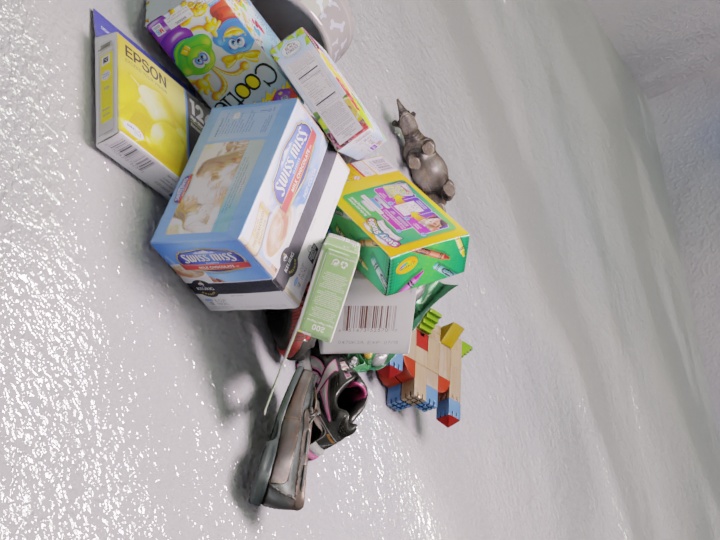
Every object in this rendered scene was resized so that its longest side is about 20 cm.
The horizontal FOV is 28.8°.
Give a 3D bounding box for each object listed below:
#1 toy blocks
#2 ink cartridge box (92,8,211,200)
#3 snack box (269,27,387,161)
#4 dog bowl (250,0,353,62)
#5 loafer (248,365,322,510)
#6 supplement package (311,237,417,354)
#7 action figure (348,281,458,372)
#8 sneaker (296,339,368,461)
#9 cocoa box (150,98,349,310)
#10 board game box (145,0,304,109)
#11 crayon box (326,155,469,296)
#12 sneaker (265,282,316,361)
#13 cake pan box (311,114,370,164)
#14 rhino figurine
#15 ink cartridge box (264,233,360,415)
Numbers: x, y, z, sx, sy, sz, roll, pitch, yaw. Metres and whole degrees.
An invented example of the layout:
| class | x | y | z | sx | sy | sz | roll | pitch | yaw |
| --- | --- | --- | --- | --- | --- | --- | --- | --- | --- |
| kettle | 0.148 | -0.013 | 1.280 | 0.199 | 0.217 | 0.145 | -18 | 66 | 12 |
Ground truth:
| class | x | y | z | sx | sy | sz | roll | pitch | yaw |
| --- | --- | --- | --- | --- | --- | --- | --- | --- | --- |
| toy blocks | 0.075 | 0.137 | 1.957 | 0.199 | 0.099 | 0.138 | 31 | 50 | -37 |
| ink cartridge box | -0.233 | -0.184 | 1.629 | 0.197 | 0.047 | 0.202 | 38 | 39 | -49 |
| snack box | -0.035 | -0.208 | 1.689 | 0.143 | 0.053 | 0.200 | 57 | 6 | 3 |
| dog bowl | -0.110 | -0.321 | 1.832 | 0.200 | 0.198 | 0.059 | 51 | 47 | -33 |
| loafer | -0.073 | 0.194 | 1.589 | 0.062 | 0.072 | 0.201 | 19 | 42 | 0 |
| supplement package | 0.000 | 0.000 | 1.776 | 0.201 | 0.115 | 0.119 | -99 | -169 | -53 |
| action figure | 0.033 | 0.066 | 1.882 | 0.201 | 0.117 | 0.055 | -56 | 150 | -26 |
| sneaker | -0.026 | 0.147 | 1.725 | 0.081 | 0.086 | 0.201 | 52 | 28 | -34 |
| cocoa box | -0.121 | -0.074 | 1.581 | 0.132 | 0.132 | 0.202 | 52 | 48 | -42 |
| board game box | -0.169 | -0.278 | 1.751 | 0.200 | 0.102 | 0.105 | 51 | 17 | -33 |
| crayon box | 0.027 | -0.058 | 1.709 | 0.118 | 0.059 | 0.200 | -16 | 41 | -29 |
| sneaker | -0.104 | 0.010 | 1.704 | 0.097 | 0.070 | 0.203 | 4 | 76 | -44 |
| cake pan box | -0.009 | -0.140 | 1.929 | 0.199 | 0.053 | 0.184 | 32 | 5 | -45 |
| rhino figurine | 0.101 | -0.190 | 2.313 | 0.202 | 0.059 | 0.087 | 64 | 5 | -8 |
| ink cartridge box | -0.053 | 0.062 | 1.588 | 0.146 | 0.047 | 0.203 | -90 | -162 | -84 |
